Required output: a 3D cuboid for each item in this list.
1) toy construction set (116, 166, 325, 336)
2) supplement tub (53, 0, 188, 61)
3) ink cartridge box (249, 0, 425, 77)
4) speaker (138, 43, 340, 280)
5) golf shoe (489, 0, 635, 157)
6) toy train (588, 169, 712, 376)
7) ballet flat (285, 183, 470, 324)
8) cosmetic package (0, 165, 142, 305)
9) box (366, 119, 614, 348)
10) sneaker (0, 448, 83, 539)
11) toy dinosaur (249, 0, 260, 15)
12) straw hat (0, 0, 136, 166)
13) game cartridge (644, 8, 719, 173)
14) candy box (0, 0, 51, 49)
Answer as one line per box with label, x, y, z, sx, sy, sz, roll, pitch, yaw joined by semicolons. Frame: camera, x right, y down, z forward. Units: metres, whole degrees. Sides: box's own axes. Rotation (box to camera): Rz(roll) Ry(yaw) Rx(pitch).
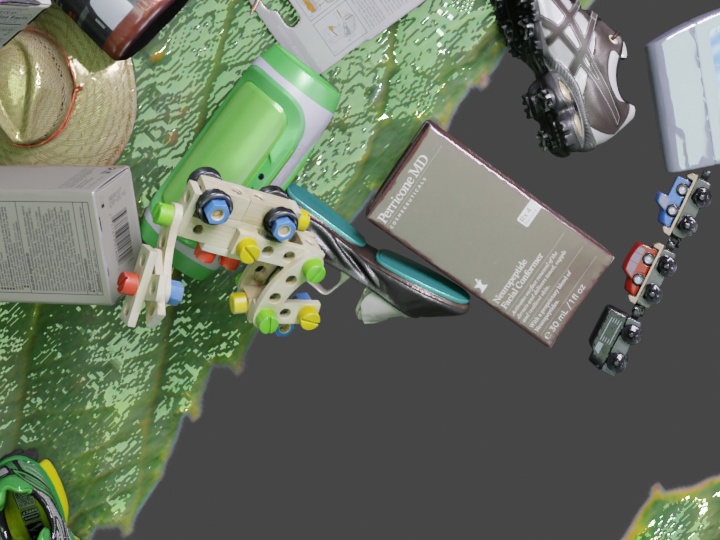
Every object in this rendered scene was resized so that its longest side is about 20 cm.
toy construction set;-0.110;-0.007;1.170;0.199;0.092;0.132;4;124;-43
supplement tub;-0.236;-0.278;1.191;0.200;0.107;0.107;44;96;-7
ink cartridge box;-0.010;-0.284;1.232;0.199;0.050;0.162;-33;98;23
speaker;-0.104;-0.092;1.230;0.088;0.088;0.201;37;98;-5
golf shoe;0.175;-0.203;1.229;0.094;0.078;0.202;-20;100;-15
toy train;0.255;-0.002;1.273;0.045;0.034;0.202;27;99;8
ballet flat;0.000;0.000;1.260;0.199;0.068;0.069;33;108;5
cosmetic package;-0.290;-0.031;1.211;0.198;0.073;0.105;3;112;18
box;0.112;-0.033;1.247;0.199;0.075;0.101;34;98;-3
sneaker;-0.283;0.264;1.286;0.077;0.085;0.201;-26;99;4
toy dinosaur;-0.090;-0.323;1.195;0.106;0.060;0.201;-41;71;30
straw hat;-0.290;-0.156;1.220;0.199;0.085;0.204;0;99;-1
game cartridge;0.352;-0.169;1.246;0.198;0.042;0.135;-12;103;2
candy box;-0.332;-0.235;1.145;0.199;0.061;0.138;-25;77;46
